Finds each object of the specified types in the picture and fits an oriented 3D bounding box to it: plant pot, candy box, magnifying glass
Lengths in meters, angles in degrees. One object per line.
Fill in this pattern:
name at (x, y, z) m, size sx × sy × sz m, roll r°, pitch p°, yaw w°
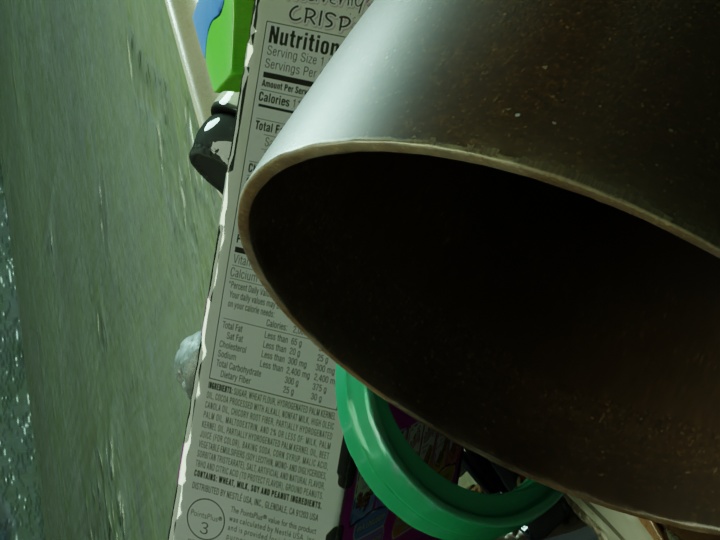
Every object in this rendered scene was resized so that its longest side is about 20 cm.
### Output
plant pot at (0.092, -0.061, 0.746) m, size 0.201 × 0.186 × 0.187 m, roll -64°, pitch 3°, yaw -22°
candy box at (0.000, 0.000, 0.909) m, size 0.136 × 0.061 × 0.202 m, roll -16°, pitch -62°, yaw -71°
magnifying glass at (0.045, -0.008, 0.848) m, size 0.022 × 0.079 × 0.201 m, roll -38°, pitch 27°, yaw 48°

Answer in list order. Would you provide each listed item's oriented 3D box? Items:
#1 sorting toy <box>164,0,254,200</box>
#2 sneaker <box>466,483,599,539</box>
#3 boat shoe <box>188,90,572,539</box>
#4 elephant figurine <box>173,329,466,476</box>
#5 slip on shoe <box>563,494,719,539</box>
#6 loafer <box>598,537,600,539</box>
sorting toy at (-0.046, -0.154, 1.084) m, size 0.201 × 0.036 × 0.186 m, roll 111°, pitch 151°, yaw -44°
sneaker at (0.078, 0.134, 1.076) m, size 0.199 × 0.071 × 0.113 m, roll -26°, pitch 103°, yaw 41°
boat shoe at (0.010, 0.014, 1.013) m, size 0.201 × 0.063 × 0.074 m, roll 42°, pitch 170°, yaw 10°
elephant figurine at (0.014, 0.010, 1.190) m, size 0.155 × 0.200 × 0.142 m, roll -37°, pitch 95°, yaw 33°
slip on shoe at (0.107, 0.073, 0.891) m, size 0.200 × 0.076 × 0.061 m, roll 41°, pitch 171°, yaw 26°
loafer at (0.121, 0.142, 0.910) m, size 0.072 × 0.063 × 0.201 m, roll -51°, pitch 35°, yaw 27°
